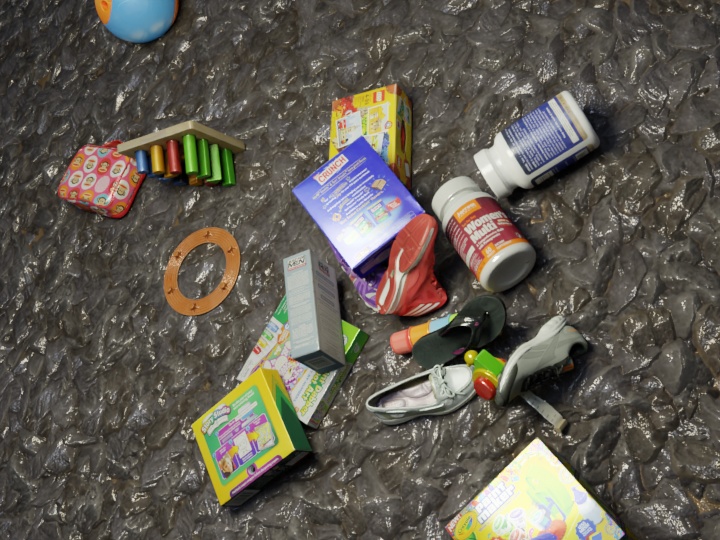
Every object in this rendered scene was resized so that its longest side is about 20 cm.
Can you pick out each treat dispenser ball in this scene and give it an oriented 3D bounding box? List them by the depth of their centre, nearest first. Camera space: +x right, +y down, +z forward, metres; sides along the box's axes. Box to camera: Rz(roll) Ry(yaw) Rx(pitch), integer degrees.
[{"bbox_3d":[-0.544,-0.657,2.306,0.200,0.201,0.202,-12,63,25],"label":"treat dispenser ball"}]

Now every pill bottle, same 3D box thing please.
[{"bbox_3d":[0.211,-0.067,1.660,0.109,0.110,0.200,-39,55,9],"label":"pill bottle"},{"bbox_3d":[0.307,-0.216,1.666,0.199,0.116,0.116,-32,56,14],"label":"pill bottle"}]

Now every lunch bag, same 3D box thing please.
[{"bbox_3d":[-0.601,-0.223,2.219,0.199,0.082,0.177,15,76,35],"label":"lunch bag"}]

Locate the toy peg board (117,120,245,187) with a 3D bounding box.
[{"bbox_3d":[-0.378,-0.226,2.031,0.198,0.200,0.098,-13,77,25],"label":"toy peg board"}]

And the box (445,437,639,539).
[{"bbox_3d":[0.272,0.397,1.411,0.200,0.122,0.193,-46,53,5],"label":"box"}]

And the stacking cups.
[{"bbox_3d":[0.149,0.106,1.659,0.199,0.060,0.061,-17,61,29],"label":"stacking cups"}]

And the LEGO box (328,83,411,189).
[{"bbox_3d":[0.020,-0.248,1.871,0.148,0.077,0.201,-11,64,26],"label":"LEGO box"}]

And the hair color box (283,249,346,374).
[{"bbox_3d":[-0.084,0.075,1.724,0.060,0.099,0.201,-19,60,22],"label":"hair color box"}]

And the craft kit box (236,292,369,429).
[{"bbox_3d":[-0.111,0.165,1.787,0.197,0.048,0.201,25,83,33],"label":"craft kit box"}]

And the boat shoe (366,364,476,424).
[{"bbox_3d":[0.108,0.209,1.623,0.201,0.065,0.075,-19,61,19],"label":"boat shoe"}]

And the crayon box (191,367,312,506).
[{"bbox_3d":[-0.203,0.306,1.738,0.200,0.058,0.173,-39,59,23],"label":"crayon box"}]

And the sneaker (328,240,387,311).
[{"bbox_3d":[0.000,0.000,1.769,0.081,0.083,0.200,-48,55,3],"label":"sneaker"}]

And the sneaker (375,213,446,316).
[{"bbox_3d":[0.112,-0.005,1.675,0.201,0.115,0.078,-62,35,27],"label":"sneaker"}]

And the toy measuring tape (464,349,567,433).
[{"bbox_3d":[0.248,0.204,1.557,0.200,0.074,0.074,40,91,16],"label":"toy measuring tape"}]

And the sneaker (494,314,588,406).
[{"bbox_3d":[0.286,0.149,1.506,0.079,0.074,0.200,37,59,26],"label":"sneaker"}]

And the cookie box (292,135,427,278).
[{"bbox_3d":[0.003,-0.117,1.729,0.171,0.075,0.200,-37,69,1],"label":"cookie box"}]

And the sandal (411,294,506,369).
[{"bbox_3d":[0.166,0.113,1.589,0.200,0.048,0.075,-39,92,32],"label":"sandal"}]

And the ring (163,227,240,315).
[{"bbox_3d":[-0.340,-0.001,2.008,0.199,0.019,0.202,-12,64,25],"label":"ring"}]
